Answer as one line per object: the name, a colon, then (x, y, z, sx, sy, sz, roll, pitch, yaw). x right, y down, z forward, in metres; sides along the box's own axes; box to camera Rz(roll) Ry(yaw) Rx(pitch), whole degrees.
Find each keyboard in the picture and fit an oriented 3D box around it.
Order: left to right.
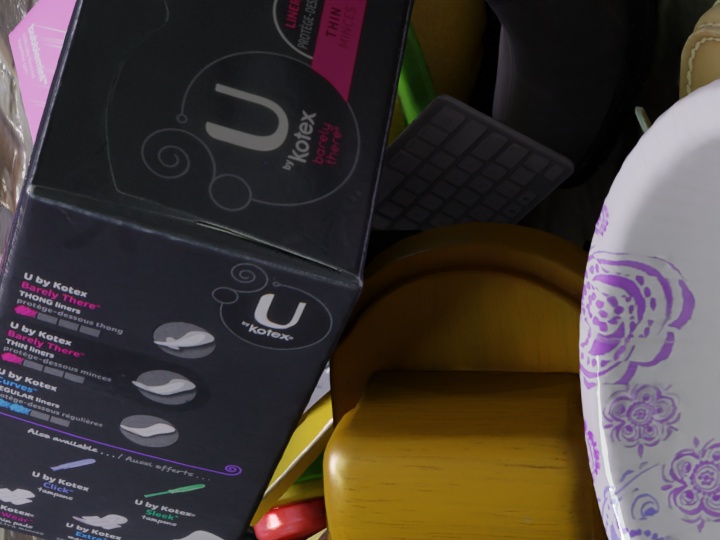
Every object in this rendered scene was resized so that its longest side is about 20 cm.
keyboard: (0.000, 0.000, 0.947, 0.200, 0.056, 0.011, -43, 33, 46)

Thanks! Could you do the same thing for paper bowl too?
paper bowl: (0.152, 0.041, 0.685, 0.200, 0.104, 0.202, 31, 127, 53)

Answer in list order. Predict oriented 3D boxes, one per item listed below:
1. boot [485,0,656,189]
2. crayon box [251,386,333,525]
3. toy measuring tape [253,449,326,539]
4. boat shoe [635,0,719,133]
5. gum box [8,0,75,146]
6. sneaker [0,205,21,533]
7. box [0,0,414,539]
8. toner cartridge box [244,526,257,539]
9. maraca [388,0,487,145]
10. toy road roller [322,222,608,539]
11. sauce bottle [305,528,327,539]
boot: (0.033, -0.108, 0.859, 0.070, 0.131, 0.201, 51, 143, 45)
crayon box: (-0.048, 0.015, 1.105, 0.127, 0.051, 0.201, -47, 46, 28)
toy measuring tape: (-0.020, 0.076, 1.126, 0.200, 0.073, 0.074, -40, 64, 63)
boat shoe: (0.121, 0.015, 0.799, 0.073, 0.062, 0.201, -1, 98, 66)
gum box: (-0.070, -0.050, 1.061, 0.113, 0.066, 0.201, -42, 48, 31)
sneaker: (-0.126, 0.038, 1.079, 0.078, 0.086, 0.200, -55, 33, 23)
box: (-0.063, -0.003, 0.850, 0.200, 0.105, 0.123, 116, 167, -54)
toner cartridge box: (-0.107, 0.200, 1.195, 0.201, 0.043, 0.095, -63, 5, 5)
maraca: (0.000, -0.089, 0.976, 0.201, 0.107, 0.137, 63, 175, 2)
toy road roller: (0.043, 0.082, 0.858, 0.146, 0.122, 0.201, -59, -33, -66)
sauce bottle: (0.003, 0.134, 1.106, 0.200, 0.066, 0.066, 136, 120, -63)
